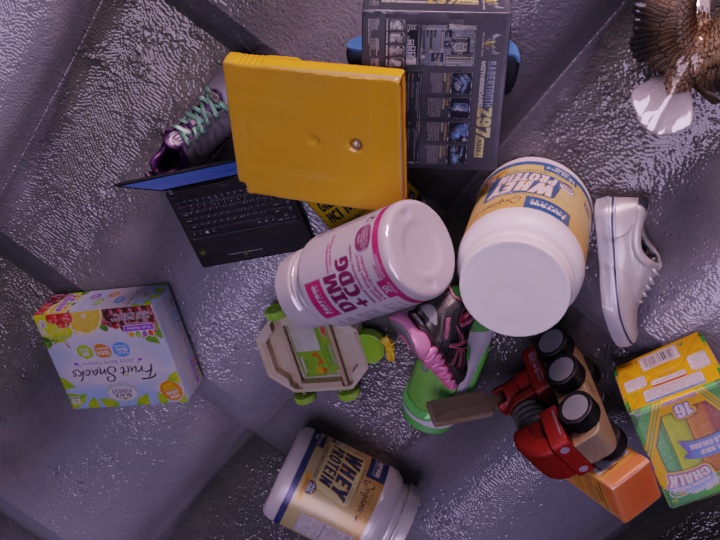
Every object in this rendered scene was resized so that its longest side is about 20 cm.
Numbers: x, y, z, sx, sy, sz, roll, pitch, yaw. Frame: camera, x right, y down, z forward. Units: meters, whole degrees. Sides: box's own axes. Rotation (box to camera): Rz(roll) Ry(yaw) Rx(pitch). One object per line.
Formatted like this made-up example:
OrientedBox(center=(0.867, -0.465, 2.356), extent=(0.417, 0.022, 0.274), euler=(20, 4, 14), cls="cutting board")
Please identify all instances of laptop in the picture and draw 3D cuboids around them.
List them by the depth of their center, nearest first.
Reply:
OrientedBox(center=(-0.180, -0.069, 1.389), extent=(0.177, 0.103, 0.201), euler=(-9, 124, 22), cls="laptop")

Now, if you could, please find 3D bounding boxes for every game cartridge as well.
OrientedBox(center=(-0.047, -0.152, 1.206), extent=(0.199, 0.032, 0.177), euler=(10, 131, 14), cls="game cartridge")

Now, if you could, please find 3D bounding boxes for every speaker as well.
OrientedBox(center=(0.116, 0.121, 1.436), extent=(0.088, 0.089, 0.201), euler=(20, 123, 4), cls="speaker")

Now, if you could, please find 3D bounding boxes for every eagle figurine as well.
OrientedBox(center=(0.348, -0.249, 1.109), extent=(0.151, 0.200, 0.151), euler=(-20, 73, -8), cls="eagle figurine")

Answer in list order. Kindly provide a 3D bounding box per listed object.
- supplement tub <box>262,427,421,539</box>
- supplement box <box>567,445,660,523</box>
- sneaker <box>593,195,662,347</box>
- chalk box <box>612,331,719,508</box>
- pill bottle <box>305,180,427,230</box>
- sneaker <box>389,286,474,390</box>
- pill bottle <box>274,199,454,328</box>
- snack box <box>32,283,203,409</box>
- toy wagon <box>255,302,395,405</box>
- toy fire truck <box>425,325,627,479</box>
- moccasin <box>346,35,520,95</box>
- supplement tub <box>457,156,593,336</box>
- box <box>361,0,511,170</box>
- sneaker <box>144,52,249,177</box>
OrientedBox(center=(-0.025, 0.330, 1.569), extent=(0.199, 0.145, 0.145), euler=(25, 124, 0), cls="supplement tub")
OrientedBox(center=(0.289, 0.239, 1.393), extent=(0.069, 0.200, 0.067), euler=(-33, 119, -13), cls="supplement box")
OrientedBox(center=(0.327, 0.005, 1.310), extent=(0.070, 0.073, 0.201), euler=(-2, 119, 22), cls="sneaker")
OrientedBox(center=(0.416, 0.205, 1.360), extent=(0.124, 0.124, 0.200), euler=(-24, 110, 12), cls="chalk box")
OrientedBox(center=(-0.019, -0.113, 1.319), extent=(0.112, 0.113, 0.200), euler=(-34, 106, 30), cls="pill bottle")
OrientedBox(center=(0.106, 0.075, 1.283), extent=(0.095, 0.200, 0.079), euler=(-43, 65, -2), cls="sneaker")
OrientedBox(center=(0.000, 0.000, 1.240), extent=(0.200, 0.113, 0.114), euler=(-21, 113, 44), cls="pill bottle")
OrientedBox(center=(-0.351, 0.113, 1.583), extent=(0.199, 0.068, 0.169), euler=(-4, 118, 20), cls="snack box")
OrientedBox(center=(-0.044, 0.110, 1.506), extent=(0.199, 0.040, 0.156), euler=(-7, 118, 19), cls="toy wagon")
OrientedBox(center=(0.203, 0.182, 1.366), extent=(0.200, 0.176, 0.129), euler=(-33, 127, 18), cls="toy fire truck")
OrientedBox(center=(0.080, -0.229, 1.242), extent=(0.199, 0.081, 0.068), euler=(8, 126, 13), cls="moccasin")
OrientedBox(center=(0.191, -0.029, 1.255), extent=(0.144, 0.200, 0.145), euler=(7, 122, 12), cls="supplement tub")
OrientedBox(center=(0.080, -0.205, 1.189), extent=(0.157, 0.051, 0.201), euler=(2, 131, 3), cls="box")
OrientedBox(center=(-0.192, -0.180, 1.339), extent=(0.074, 0.087, 0.200), euler=(45, 124, 8), cls="sneaker")
